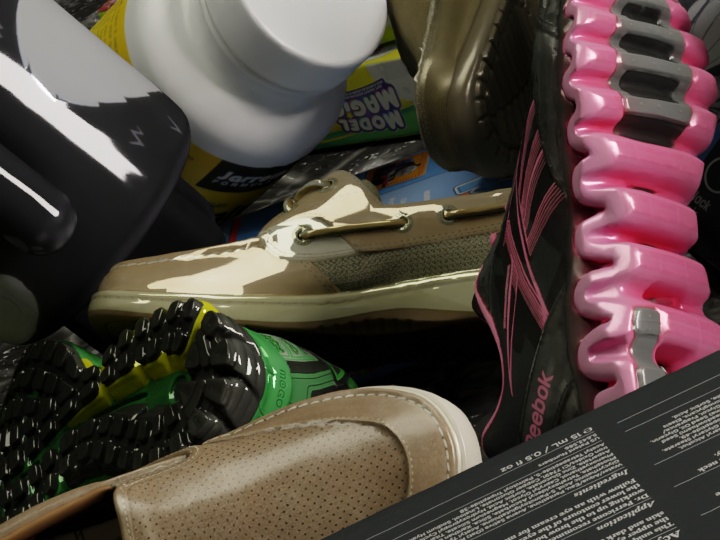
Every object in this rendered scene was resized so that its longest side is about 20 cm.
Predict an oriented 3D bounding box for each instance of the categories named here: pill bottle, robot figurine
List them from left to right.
[{"bbox_3d":[-0.148,-0.053,0.887,0.150,0.200,0.125,-24,32,53],"label":"robot figurine"},{"bbox_3d":[-0.075,-0.082,1.012,0.200,0.111,0.111,-38,4,47],"label":"pill bottle"}]

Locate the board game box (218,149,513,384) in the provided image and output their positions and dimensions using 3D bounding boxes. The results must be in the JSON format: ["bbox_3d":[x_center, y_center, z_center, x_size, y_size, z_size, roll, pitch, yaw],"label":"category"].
[{"bbox_3d":[0.000,0.000,0.940,0.199,0.037,0.151,-20,22,11],"label":"board game box"}]

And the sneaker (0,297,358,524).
[{"bbox_3d":[-0.078,0.069,0.831,0.199,0.085,0.079,-15,60,51],"label":"sneaker"}]

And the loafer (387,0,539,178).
[{"bbox_3d":[0.046,-0.099,0.960,0.067,0.076,0.200,-11,27,18],"label":"loafer"}]

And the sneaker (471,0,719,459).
[{"bbox_3d":[0.071,-0.017,0.759,0.095,0.079,0.201,-21,61,45],"label":"sneaker"}]

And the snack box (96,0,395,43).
[{"bbox_3d":[-0.019,-0.168,1.187,0.199,0.068,0.169,-13,23,24],"label":"snack box"}]

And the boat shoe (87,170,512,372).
[{"bbox_3d":[-0.004,-0.001,0.835,0.198,0.065,0.072,-3,-19,8],"label":"boat shoe"}]

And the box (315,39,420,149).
[{"bbox_3d":[0.054,-0.116,1.143,0.199,0.049,0.117,-8,26,39],"label":"box"}]

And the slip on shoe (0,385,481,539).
[{"bbox_3d":[-0.057,0.090,0.715,0.199,0.077,0.061,-19,-21,18],"label":"slip on shoe"}]

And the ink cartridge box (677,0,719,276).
[{"bbox_3d":[0.161,-0.104,0.826,0.201,0.099,0.039,-55,23,3],"label":"ink cartridge box"}]

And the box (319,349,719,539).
[{"bbox_3d":[0.093,0.092,0.580,0.199,0.079,0.141,-25,19,-5],"label":"box"}]
